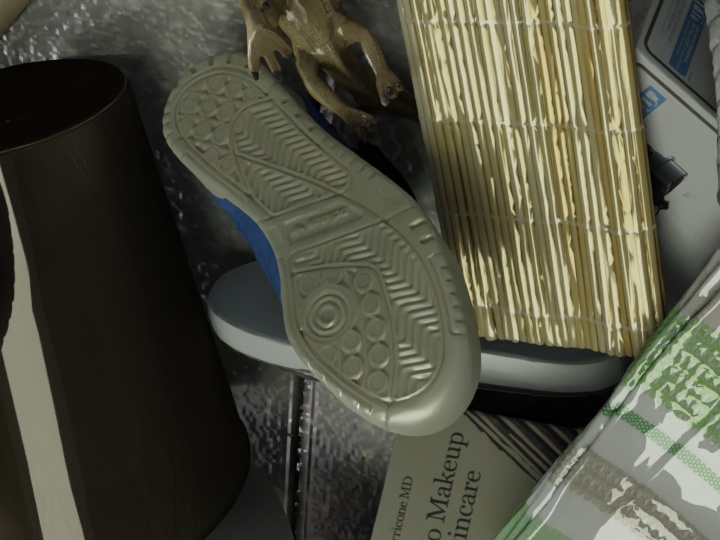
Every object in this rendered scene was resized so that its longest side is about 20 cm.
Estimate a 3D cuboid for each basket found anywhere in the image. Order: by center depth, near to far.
[{"bbox_3d":[-0.138,0.017,0.846,0.135,0.181,0.201,-8,117,7],"label":"basket"}]

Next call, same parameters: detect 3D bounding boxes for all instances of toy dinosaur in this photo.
[{"bbox_3d":[-0.029,-0.119,0.726,0.058,0.101,0.200,-26,122,3],"label":"toy dinosaur"}]

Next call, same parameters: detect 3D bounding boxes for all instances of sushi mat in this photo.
[{"bbox_3d":[0.064,-0.058,0.710,0.095,0.012,0.201,5,120,32],"label":"sushi mat"}]

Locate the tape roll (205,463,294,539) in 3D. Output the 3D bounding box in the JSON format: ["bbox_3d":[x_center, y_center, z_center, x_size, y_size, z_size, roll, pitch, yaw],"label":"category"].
[{"bbox_3d":[-0.094,0.195,0.938,0.066,0.201,0.201,4,138,-23],"label":"tape roll"}]

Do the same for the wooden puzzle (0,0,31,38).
[{"bbox_3d":[-0.265,-0.143,0.840,0.200,0.037,0.185,40,131,-12],"label":"wooden puzzle"}]

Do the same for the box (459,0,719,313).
[{"bbox_3d":[0.155,-0.013,0.756,0.200,0.060,0.117,40,132,-12],"label":"box"}]

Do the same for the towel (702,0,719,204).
[{"bbox_3d":[0.196,-0.066,0.613,0.085,0.201,0.166,17,143,-27],"label":"towel"}]

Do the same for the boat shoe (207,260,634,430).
[{"bbox_3d":[0.027,0.042,0.857,0.199,0.070,0.066,5,128,10],"label":"boat shoe"}]

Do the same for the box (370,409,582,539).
[{"bbox_3d":[0.109,0.116,0.793,0.199,0.083,0.068,8,162,15],"label":"box"}]

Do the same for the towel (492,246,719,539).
[{"bbox_3d":[0.154,0.091,0.707,0.149,0.031,0.200,38,107,6],"label":"towel"}]

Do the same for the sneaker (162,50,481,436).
[{"bbox_3d":[0.001,-0.001,0.764,0.077,0.200,0.111,-44,146,5],"label":"sneaker"}]
